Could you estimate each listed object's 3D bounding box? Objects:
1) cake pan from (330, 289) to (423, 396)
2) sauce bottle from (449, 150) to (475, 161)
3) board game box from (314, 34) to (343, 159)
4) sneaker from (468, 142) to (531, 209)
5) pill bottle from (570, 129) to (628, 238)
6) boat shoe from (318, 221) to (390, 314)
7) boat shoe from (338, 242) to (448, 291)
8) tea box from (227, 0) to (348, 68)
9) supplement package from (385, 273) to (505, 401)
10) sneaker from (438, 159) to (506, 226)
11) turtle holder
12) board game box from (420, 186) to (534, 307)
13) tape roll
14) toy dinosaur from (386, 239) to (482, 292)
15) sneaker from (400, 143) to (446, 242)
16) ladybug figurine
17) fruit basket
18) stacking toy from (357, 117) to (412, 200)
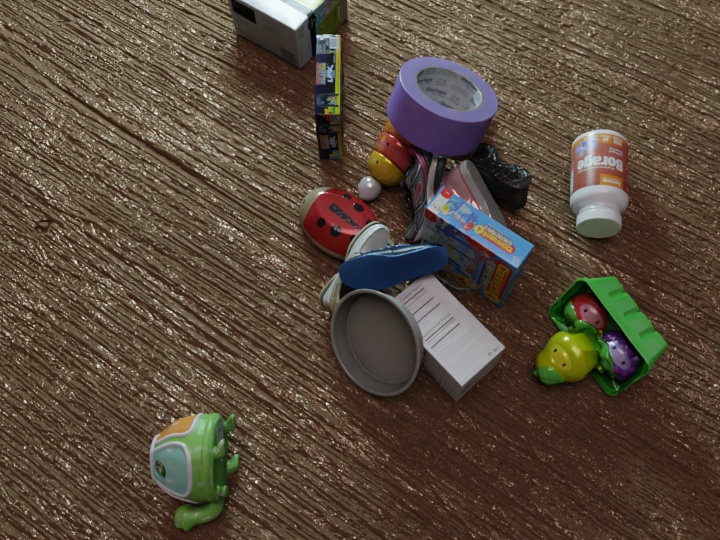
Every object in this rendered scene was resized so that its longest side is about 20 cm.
[{"bbox_3d":[0.032,0.126,1.232,0.200,0.200,0.037,47,37,18],"label":"cake pan"},{"bbox_3d":[0.234,-0.306,1.443,0.066,0.066,0.200,22,47,10],"label":"sauce bottle"},{"bbox_3d":[-0.065,-0.363,1.444,0.057,0.165,0.200,0,66,0],"label":"board game box"},{"bbox_3d":[0.272,-0.193,1.415,0.076,0.091,0.200,-26,46,-13],"label":"sneaker"},{"bbox_3d":[0.482,-0.173,1.381,0.112,0.112,0.200,7,67,4],"label":"pill bottle"},{"bbox_3d":[0.000,0.000,1.310,0.075,0.068,0.200,32,89,-27],"label":"boat shoe"},{"bbox_3d":[0.060,-0.006,1.254,0.200,0.069,0.084,-5,104,-1],"label":"boat shoe"},{"bbox_3d":[-0.163,-0.611,1.572,0.200,0.134,0.197,33,72,14],"label":"tea box"},{"bbox_3d":[0.150,0.121,1.259,0.109,0.114,0.200,-39,70,-15],"label":"supplement package"},{"bbox_3d":[0.221,-0.114,1.389,0.105,0.075,0.200,-27,91,29],"label":"sneaker"},{"bbox_3d":[-0.283,0.335,1.174,0.132,0.186,0.141,-2,34,0],"label":"turtle holder"},{"bbox_3d":[0.210,-0.039,1.280,0.196,0.200,0.056,36,73,16],"label":"board game box"},{"bbox_3d":[0.158,-0.320,1.326,0.200,0.085,0.200,11,47,-13],"label":"tape roll"},{"bbox_3d":[0.134,0.005,1.322,0.200,0.088,0.048,25,85,4],"label":"toy dinosaur"},{"bbox_3d":[0.114,-0.155,1.367,0.075,0.081,0.200,8,96,-10],"label":"sneaker"},{"bbox_3d":[-0.039,-0.099,1.380,0.200,0.072,0.136,36,71,15],"label":"ladybug figurine"},{"bbox_3d":[0.415,0.131,1.242,0.215,0.156,0.216,8,57,-12],"label":"fruit basket"},{"bbox_3d":[0.067,-0.225,1.419,0.146,0.146,0.200,38,88,16],"label":"stacking toy"}]
